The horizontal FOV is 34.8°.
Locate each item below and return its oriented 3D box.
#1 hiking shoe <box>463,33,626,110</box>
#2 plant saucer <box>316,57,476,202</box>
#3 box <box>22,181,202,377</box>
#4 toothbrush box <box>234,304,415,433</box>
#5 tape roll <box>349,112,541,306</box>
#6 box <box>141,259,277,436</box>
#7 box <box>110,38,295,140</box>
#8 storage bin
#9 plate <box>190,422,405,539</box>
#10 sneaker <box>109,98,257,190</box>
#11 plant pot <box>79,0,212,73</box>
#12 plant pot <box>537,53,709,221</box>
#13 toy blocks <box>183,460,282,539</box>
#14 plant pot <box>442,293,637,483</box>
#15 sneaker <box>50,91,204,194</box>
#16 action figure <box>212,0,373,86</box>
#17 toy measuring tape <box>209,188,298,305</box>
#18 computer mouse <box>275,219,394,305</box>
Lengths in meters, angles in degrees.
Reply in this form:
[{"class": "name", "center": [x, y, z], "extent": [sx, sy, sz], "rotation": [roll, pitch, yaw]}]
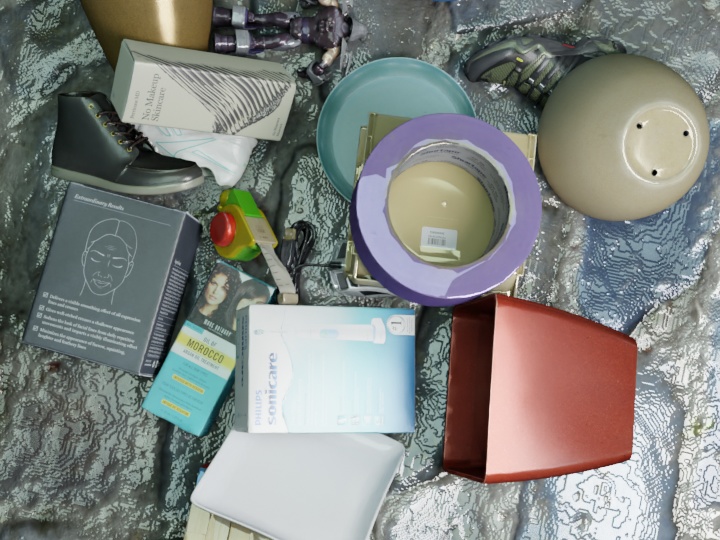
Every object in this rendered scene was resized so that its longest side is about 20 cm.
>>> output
[{"class": "hiking shoe", "center": [0.226, -0.229, 1.395], "extent": [0.200, 0.076, 0.101], "rotation": [-2, 80, 2]}, {"class": "plant saucer", "center": [0.046, -0.163, 1.422], "extent": [0.200, 0.027, 0.200], "rotation": [0, 83, 2]}, {"class": "box", "center": [-0.294, 0.013, 1.378], "extent": [0.148, 0.107, 0.200], "rotation": [15, 85, 5]}, {"class": "toothbrush box", "center": [-0.042, 0.116, 1.335], "extent": [0.200, 0.085, 0.147], "rotation": [1, 83, -18]}, {"class": "tape roll", "center": [0.090, -0.064, 1.249], "extent": [0.200, 0.085, 0.200], "rotation": [1, 81, -5]}, {"class": "box", "center": [-0.180, 0.094, 1.391], "extent": [0.082, 0.049, 0.200], "rotation": [26, 86, 5]}, {"class": "box", "center": [-0.184, -0.210, 1.346], "extent": [0.200, 0.068, 0.082], "rotation": [2, 122, -27]}, {"class": "storage bin", "center": [0.092, -0.070, 1.340], "extent": [0.200, 0.094, 0.199], "rotation": [8, 82, -5]}, {"class": "plate", "center": [-0.069, 0.241, 1.332], "extent": [0.199, 0.032, 0.200], "rotation": [23, 44, 6]}, {"class": "sneaker", "center": [-0.232, -0.159, 1.415], "extent": [0.200, 0.070, 0.080], "rotation": [18, 87, 4]}, {"class": "plant pot", "center": [-0.256, -0.318, 1.391], "extent": [0.186, 0.186, 0.200], "rotation": [-8, 99, 2]}, {"class": "plant pot", "center": [0.319, -0.149, 1.323], "extent": [0.200, 0.134, 0.201], "rotation": [-1, 100, -7]}, {"class": "toy blocks", "center": [-0.125, 0.304, 1.351], "extent": [0.200, 0.100, 0.137], "rotation": [10, 73, 5]}, {"class": "plant pot", "center": [0.205, 0.140, 1.304], "extent": [0.176, 0.200, 0.200], "rotation": [6, 83, -8]}, {"class": "sneaker", "center": [-0.280, -0.153, 1.364], "extent": [0.200, 0.075, 0.106], "rotation": [9, 108, 15]}, {"class": "action figure", "center": [-0.083, -0.298, 1.427], "extent": [0.200, 0.069, 0.130], "rotation": [0, 76, -1]}, {"class": "toy measuring tape", "center": [-0.132, -0.018, 1.375], "extent": [0.074, 0.074, 0.200], "rotation": [-28, 56, -1]}, {"class": "computer mouse", "center": [0.000, 0.000, 1.389], "extent": [0.200, 0.044, 0.110], "rotation": [4, 80, -5]}]
